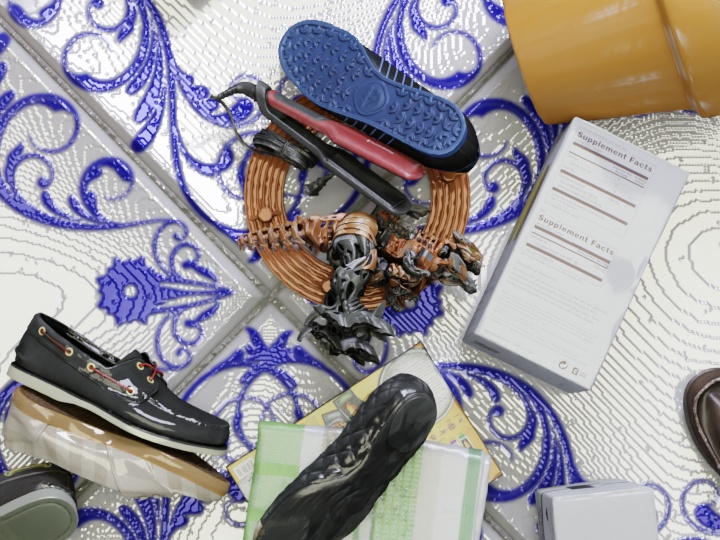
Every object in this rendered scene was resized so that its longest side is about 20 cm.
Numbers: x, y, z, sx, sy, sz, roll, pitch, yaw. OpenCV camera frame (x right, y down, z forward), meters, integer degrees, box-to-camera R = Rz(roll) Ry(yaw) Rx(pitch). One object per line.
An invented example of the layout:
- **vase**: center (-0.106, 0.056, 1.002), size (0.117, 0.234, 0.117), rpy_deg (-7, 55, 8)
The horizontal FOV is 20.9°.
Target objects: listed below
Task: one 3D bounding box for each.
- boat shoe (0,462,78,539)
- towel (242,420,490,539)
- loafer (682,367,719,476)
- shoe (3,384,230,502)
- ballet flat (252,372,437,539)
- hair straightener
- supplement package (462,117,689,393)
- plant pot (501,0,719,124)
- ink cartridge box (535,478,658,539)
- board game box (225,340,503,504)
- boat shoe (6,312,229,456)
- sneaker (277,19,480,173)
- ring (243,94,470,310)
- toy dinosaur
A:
- **boat shoe**: center (-0.334, 0.218, 1.641), size (0.199, 0.061, 0.072), rpy_deg (-18, 126, 1)
- **towel**: center (0.003, 0.210, 1.634), size (0.198, 0.031, 0.151), rpy_deg (8, 83, 1)
- **loafer**: center (0.347, 0.170, 1.656), size (0.073, 0.071, 0.201), rpy_deg (-33, 87, -4)
- **shoe**: center (-0.207, 0.158, 1.644), size (0.199, 0.070, 0.054), rpy_deg (23, 95, -2)
- **ballet flat**: center (-0.012, 0.167, 1.608), size (0.200, 0.057, 0.066), rpy_deg (-44, 113, 0)
- **hair straightener**: center (-0.044, -0.096, 1.646), size (0.199, 0.041, 0.077), rpy_deg (27, 118, 11)
- **supplement package**: center (0.180, -0.010, 1.646), size (0.109, 0.114, 0.201), rpy_deg (25, 84, 0)
- **plant pot**: center (0.222, -0.210, 1.636), size (0.182, 0.200, 0.202), rpy_deg (-17, 86, 13)
- **ink cartridge box**: center (0.194, 0.248, 1.583), size (0.083, 0.200, 0.146), rpy_deg (-5, 85, 2)
- **board game box**: center (0.003, 0.171, 1.665), size (0.199, 0.035, 0.136), rpy_deg (-32, 87, -4)
- **boat shoe**: center (-0.198, 0.098, 1.645), size (0.200, 0.074, 0.064), rpy_deg (24, 93, 5)
- **sneaker**: center (0.016, -0.142, 1.661), size (0.199, 0.078, 0.070), rpy_deg (35, 86, 24)
- **ring**: center (-0.002, -0.066, 1.692), size (0.198, 0.019, 0.203), rpy_deg (0, 86, -2)
- **toy dinosaur**: center (0.000, 0.000, 1.648), size (0.198, 0.102, 0.137), rpy_deg (4, 70, 17)
